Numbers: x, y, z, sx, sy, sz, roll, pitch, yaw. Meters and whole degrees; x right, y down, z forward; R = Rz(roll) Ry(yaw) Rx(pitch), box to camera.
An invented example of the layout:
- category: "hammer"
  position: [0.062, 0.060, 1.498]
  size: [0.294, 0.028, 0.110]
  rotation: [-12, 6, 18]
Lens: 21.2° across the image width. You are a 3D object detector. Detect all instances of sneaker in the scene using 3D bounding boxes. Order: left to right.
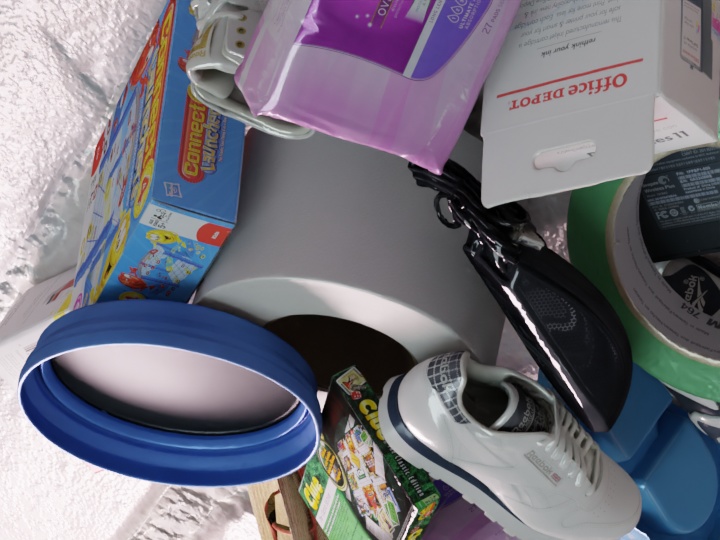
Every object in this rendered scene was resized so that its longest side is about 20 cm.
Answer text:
- category: "sneaker"
  position: [-0.081, -0.165, 1.118]
  size: [0.200, 0.116, 0.074]
  rotation: [41, 139, -7]
- category: "sneaker"
  position: [0.108, 0.114, 1.198]
  size: [0.200, 0.077, 0.080]
  rotation: [28, 138, -26]
- category: "sneaker"
  position: [0.250, 0.033, 1.223]
  size: [0.129, 0.080, 0.199]
  rotation: [34, 149, -14]

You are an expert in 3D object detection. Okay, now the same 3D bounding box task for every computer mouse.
- category: "computer mouse"
  position: [0.111, 0.012, 1.126]
  size: [0.200, 0.053, 0.139]
  rotation: [56, 176, -30]

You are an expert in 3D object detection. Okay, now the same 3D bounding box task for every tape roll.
- category: "tape roll"
  position: [0.000, 0.000, 1.258]
  size: [0.202, 0.139, 0.203]
  rotation: [11, 151, 6]
- category: "tape roll"
  position: [0.223, -0.018, 1.137]
  size: [0.200, 0.048, 0.201]
  rotation: [15, 122, 24]

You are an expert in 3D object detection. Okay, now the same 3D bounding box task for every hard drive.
- category: "hard drive"
  position: [0.192, -0.099, 1.172]
  size: [0.139, 0.033, 0.200]
  rotation: [-10, 123, 37]

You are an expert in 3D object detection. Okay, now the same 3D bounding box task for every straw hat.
- category: "straw hat"
  position: [-0.032, 0.190, 1.529]
  size: [0.085, 0.201, 0.201]
  rotation: [-14, 133, -12]

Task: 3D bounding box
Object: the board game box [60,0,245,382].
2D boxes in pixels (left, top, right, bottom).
- category: "board game box"
  position: [-0.134, -0.059, 1.276]
  size: [0.056, 0.200, 0.196]
  rotation: [16, 140, -17]

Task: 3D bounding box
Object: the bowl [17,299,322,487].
- category: "bowl"
  position: [-0.122, 0.081, 1.253]
  size: [0.200, 0.039, 0.201]
  rotation: [5, 149, 3]

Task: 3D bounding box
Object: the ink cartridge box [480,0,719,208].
- category: "ink cartridge box"
  position: [0.134, -0.124, 1.058]
  size: [0.117, 0.201, 0.067]
  rotation: [-11, 154, 38]

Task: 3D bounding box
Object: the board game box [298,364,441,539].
- category: "board game box"
  position: [0.003, 0.149, 1.286]
  size: [0.105, 0.023, 0.200]
  rotation: [54, 158, 18]

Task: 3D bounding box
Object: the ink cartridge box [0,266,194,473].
- category: "ink cartridge box"
  position: [-0.177, 0.063, 1.503]
  size: [0.200, 0.083, 0.145]
  rotation: [-21, 116, 42]

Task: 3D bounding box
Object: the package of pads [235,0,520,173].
- category: "package of pads"
  position: [0.023, -0.160, 1.021]
  size: [0.120, 0.076, 0.200]
  rotation: [15, 115, -20]

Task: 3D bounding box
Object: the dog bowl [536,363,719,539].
- category: "dog bowl"
  position: [0.190, 0.115, 1.320]
  size: [0.050, 0.112, 0.200]
  rotation: [-2, 129, 50]

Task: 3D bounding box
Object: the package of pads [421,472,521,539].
- category: "package of pads"
  position: [0.065, 0.156, 1.355]
  size: [0.200, 0.120, 0.076]
  rotation: [35, 154, 51]
